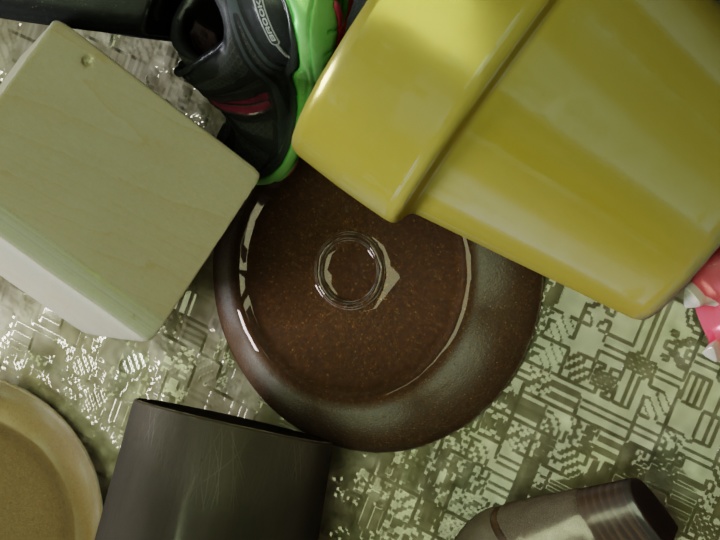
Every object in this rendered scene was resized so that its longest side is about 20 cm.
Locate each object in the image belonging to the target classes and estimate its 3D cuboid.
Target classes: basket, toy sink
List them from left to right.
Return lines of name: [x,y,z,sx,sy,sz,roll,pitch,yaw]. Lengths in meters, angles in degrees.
toy sink: [-0.153,-0.045,0.910,0.130,0.200,0.113,36,78,-14]
basket: [-0.089,0.178,0.902,0.134,0.180,0.203,12,87,-1]

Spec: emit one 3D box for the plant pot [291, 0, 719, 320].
plant pot: [0.098,-0.083,0.805,0.188,0.201,0.202,37,105,1]

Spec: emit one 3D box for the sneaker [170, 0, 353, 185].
sneaker: [-0.054,-0.110,0.851,0.083,0.200,0.077,18,63,-2]

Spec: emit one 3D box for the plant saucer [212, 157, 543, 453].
plant saucer: [0.000,0.000,0.921,0.198,0.037,0.203,1,92,23]

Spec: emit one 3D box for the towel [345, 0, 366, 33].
towel: [0.003,-0.219,0.866,0.024,0.146,0.202,38,109,53]

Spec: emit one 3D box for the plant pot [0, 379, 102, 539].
plant pot: [-0.248,0.151,0.973,0.197,0.028,0.202,4,56,-6]

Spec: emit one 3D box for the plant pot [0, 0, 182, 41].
plant pot: [-0.148,-0.218,0.902,0.176,0.200,0.202,22,99,11]

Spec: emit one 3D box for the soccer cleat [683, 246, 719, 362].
soccer cleat: [0.212,0.067,0.802,0.066,0.076,0.202,8,127,54]

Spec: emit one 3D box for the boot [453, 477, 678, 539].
boot: [0.124,0.204,0.863,0.146,0.070,0.201,-36,81,28]
